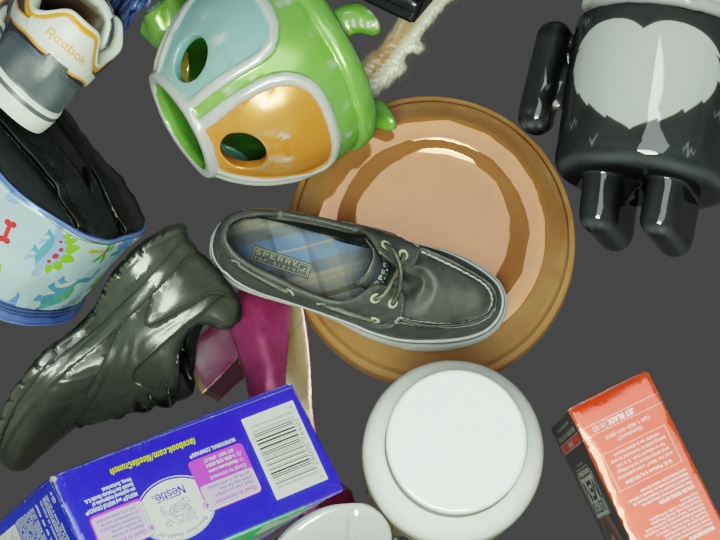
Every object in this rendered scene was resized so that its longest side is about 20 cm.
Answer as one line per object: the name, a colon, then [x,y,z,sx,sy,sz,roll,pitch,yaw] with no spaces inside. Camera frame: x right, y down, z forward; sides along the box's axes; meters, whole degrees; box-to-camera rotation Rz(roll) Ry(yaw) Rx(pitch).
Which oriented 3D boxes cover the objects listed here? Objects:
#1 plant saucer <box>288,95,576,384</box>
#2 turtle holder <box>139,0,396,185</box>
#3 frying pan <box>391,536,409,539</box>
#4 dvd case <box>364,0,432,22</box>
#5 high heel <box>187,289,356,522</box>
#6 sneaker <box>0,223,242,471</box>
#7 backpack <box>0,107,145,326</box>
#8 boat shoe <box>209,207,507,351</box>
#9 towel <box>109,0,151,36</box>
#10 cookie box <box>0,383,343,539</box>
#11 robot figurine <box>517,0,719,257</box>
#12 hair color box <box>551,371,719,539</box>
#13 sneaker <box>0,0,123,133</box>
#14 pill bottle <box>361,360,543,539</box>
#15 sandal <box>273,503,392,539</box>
plant saucer: [0.047,-0.022,1.256,0.198,0.037,0.202,0,79,1]
turtle holder: [-0.074,-0.140,1.219,0.131,0.141,0.186,-31,74,-13]
frying pan: [0.064,0.236,1.167,0.189,0.031,0.115,27,104,-26]
dvd case: [0.001,-0.229,1.231,0.142,0.200,0.018,26,120,5]
high heel: [-0.029,0.097,1.220,0.096,0.067,0.201,-39,68,4]
sneaker: [-0.158,0.066,1.206,0.091,0.076,0.200,43,105,-3]
backpack: [-0.247,-0.052,1.196,0.200,0.183,0.147,44,105,9]
boat shoe: [0.000,0.000,1.197,0.198,0.066,0.071,18,79,0]
towel: [-0.104,-0.234,1.234,0.024,0.145,0.201,38,75,-8]
cookie box: [-0.133,0.156,1.113,0.170,0.200,0.076,-19,78,-35]
robot figurine: [0.194,-0.115,1.226,0.149,0.125,0.202,14,79,-15]
hair color box: [0.194,0.172,1.185,0.061,0.102,0.201,-25,80,-5]
sneaker: [-0.193,-0.155,1.186,0.078,0.200,0.079,39,103,-25]
pill bottle: [0.055,0.115,1.147,0.110,0.200,0.113,0,79,0]
sandal: [-0.038,0.210,1.164,0.078,0.208,0.059,4,36,-16]
